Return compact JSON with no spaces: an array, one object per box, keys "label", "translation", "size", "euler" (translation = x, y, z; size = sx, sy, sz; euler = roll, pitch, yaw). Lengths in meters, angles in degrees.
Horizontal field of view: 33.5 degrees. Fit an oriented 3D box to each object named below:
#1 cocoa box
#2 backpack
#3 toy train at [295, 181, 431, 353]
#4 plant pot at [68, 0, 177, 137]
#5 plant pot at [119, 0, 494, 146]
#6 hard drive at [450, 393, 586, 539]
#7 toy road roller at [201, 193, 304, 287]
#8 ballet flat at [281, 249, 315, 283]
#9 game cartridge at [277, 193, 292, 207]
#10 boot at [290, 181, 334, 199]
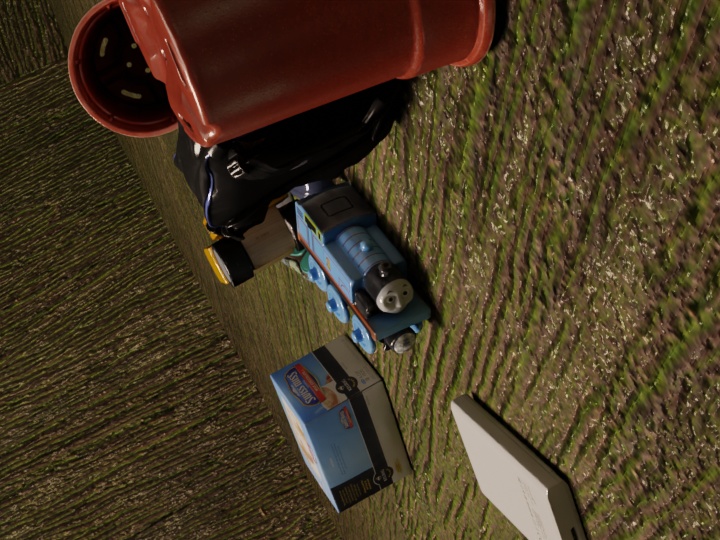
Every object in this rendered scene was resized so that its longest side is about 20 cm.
[{"label":"cocoa box","translation":[-0.028,0.226,1.758],"size":[0.133,0.131,0.201],"euler":[48,161,50]},{"label":"backpack","translation":[-0.064,-0.138,1.007],"size":[0.200,0.190,0.155],"euler":[123,124,-71]},{"label":"toy train","translation":[0.000,0.000,1.284],"size":[0.200,0.086,0.115],"euler":[53,158,40]},{"label":"plant pot","translation":[-0.320,-0.307,1.751],"size":[0.195,0.200,0.202],"euler":[-128,14,-73]},{"label":"plant pot","translation":[-0.048,-0.188,0.779],"size":[0.201,0.194,0.201],"euler":[58,168,21]},{"label":"hard drive","translation":[0.162,0.219,1.204],"size":[0.200,0.026,0.132],"euler":[40,155,61]},{"label":"toy road roller","translation":[-0.139,-0.071,1.444],"size":[0.147,0.122,0.200],"euler":[62,170,-3]},{"label":"ballet flat","translation":[-0.046,-0.013,1.522],"size":[0.075,0.074,0.200],"euler":[67,169,-18]},{"label":"game cartridge","translation":[-0.146,-0.155,1.674],"size":[0.133,0.040,0.201],"euler":[35,150,58]},{"label":"boot","translation":[-0.094,-0.146,1.380],"size":[0.200,0.072,0.091],"euler":[44,152,54]}]
